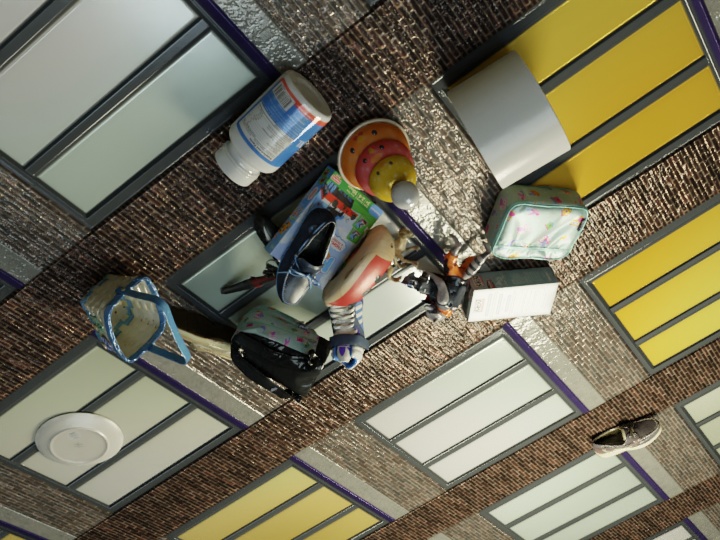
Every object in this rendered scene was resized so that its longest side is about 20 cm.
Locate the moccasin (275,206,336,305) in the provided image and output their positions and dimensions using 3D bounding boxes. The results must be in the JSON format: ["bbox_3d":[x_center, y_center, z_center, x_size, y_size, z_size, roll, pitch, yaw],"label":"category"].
[{"bbox_3d":[-0.104,-0.021,1.476,0.080,0.068,0.201,8,111,-33],"label":"moccasin"}]

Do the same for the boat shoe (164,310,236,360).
[{"bbox_3d":[-0.337,0.145,1.691,0.200,0.072,0.065,23,121,-36],"label":"boat shoe"}]

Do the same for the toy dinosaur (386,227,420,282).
[{"bbox_3d":[0.055,-0.027,1.659,0.101,0.058,0.200,42,125,-19],"label":"toy dinosaur"}]

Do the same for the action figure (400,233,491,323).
[{"bbox_3d":[0.182,0.023,1.660,0.200,0.105,0.194,1,118,-52],"label":"action figure"}]

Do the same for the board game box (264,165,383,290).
[{"bbox_3d":[-0.069,-0.080,1.534,0.151,0.037,0.200,36,94,-38],"label":"board game box"}]

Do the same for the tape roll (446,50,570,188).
[{"bbox_3d":[0.261,-0.264,1.392,0.139,0.203,0.203,-30,131,13],"label":"tape roll"}]

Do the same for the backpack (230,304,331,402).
[{"bbox_3d":[-0.175,0.167,1.675,0.199,0.127,0.167,26,127,-3],"label":"backpack"}]

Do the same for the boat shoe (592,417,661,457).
[{"bbox_3d":[0.753,0.469,2.241,0.200,0.072,0.065,-26,137,17],"label":"boat shoe"}]

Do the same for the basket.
[{"bbox_3d":[-0.433,0.101,1.546,0.199,0.139,0.177,10,134,24],"label":"basket"}]

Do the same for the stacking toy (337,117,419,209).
[{"bbox_3d":[0.055,-0.173,1.413,0.146,0.200,0.147,-13,127,-18],"label":"stacking toy"}]

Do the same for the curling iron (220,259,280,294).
[{"bbox_3d":[-0.217,0.017,1.591,0.200,0.026,0.050,-19,134,42],"label":"curling iron"}]

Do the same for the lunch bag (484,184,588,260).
[{"bbox_3d":[0.368,-0.093,1.649,0.199,0.077,0.161,3,129,-17],"label":"lunch bag"}]

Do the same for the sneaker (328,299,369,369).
[{"bbox_3d":[-0.031,0.119,1.680,0.080,0.147,0.200,-5,137,6],"label":"sneaker"}]

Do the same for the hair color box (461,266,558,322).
[{"bbox_3d":[0.335,0.053,1.781,0.199,0.061,0.099,-5,131,-10],"label":"hair color box"}]

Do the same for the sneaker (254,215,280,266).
[{"bbox_3d":[-0.139,-0.050,1.582,0.087,0.076,0.200,-36,132,-8],"label":"sneaker"}]

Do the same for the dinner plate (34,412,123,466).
[{"bbox_3d":[-0.665,0.408,1.870,0.199,0.024,0.201,-7,131,-8],"label":"dinner plate"}]

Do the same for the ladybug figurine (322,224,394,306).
[{"bbox_3d":[0.000,0.000,1.578,0.072,0.136,0.200,38,106,-10],"label":"ladybug figurine"}]

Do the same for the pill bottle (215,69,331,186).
[{"bbox_3d":[-0.156,-0.241,1.370,0.200,0.112,0.112,-39,128,21],"label":"pill bottle"}]
